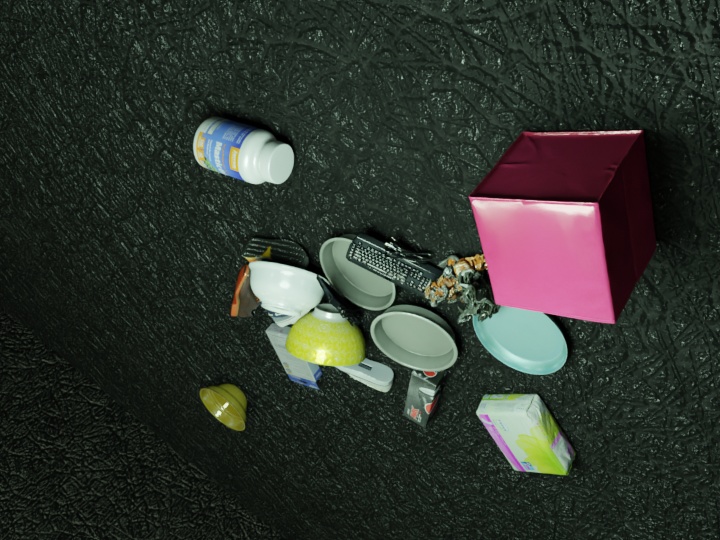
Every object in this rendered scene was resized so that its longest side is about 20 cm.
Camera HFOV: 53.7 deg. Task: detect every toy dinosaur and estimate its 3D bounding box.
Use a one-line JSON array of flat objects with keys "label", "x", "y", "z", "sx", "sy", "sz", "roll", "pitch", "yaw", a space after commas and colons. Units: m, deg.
[{"label": "toy dinosaur", "x": 0.202, "y": 0.024, "z": 1.344, "sx": 0.200, "sy": 0.101, "sz": 0.137, "roll": -51, "pitch": 54, "yaw": 56}]

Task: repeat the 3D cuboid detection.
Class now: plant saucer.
[{"label": "plant saucer", "x": 0.316, "y": 0.123, "z": 1.402, "sx": 0.199, "sy": 0.027, "sz": 0.201, "roll": 26, "pitch": 143, "yaw": 22}]

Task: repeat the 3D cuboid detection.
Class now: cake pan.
[{"label": "cake pan", "x": 0.000, "y": 0.000, "z": 1.566, "sx": 0.199, "sy": 0.037, "sz": 0.202, "roll": 26, "pitch": 143, "yaw": 22}, {"label": "cake pan", "x": 0.121, "y": 0.146, "z": 1.561, "sx": 0.198, "sy": 0.037, "sz": 0.201, "roll": 16, "pitch": 142, "yaw": 13}]

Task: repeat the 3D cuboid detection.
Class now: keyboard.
[{"label": "keyboard", "x": 0.068, "y": -0.011, "z": 1.436, "sx": 0.198, "sy": 0.040, "sz": 0.105, "roll": 24, "pitch": 129, "yaw": 2}, {"label": "keyboard", "x": -0.033, "y": 0.072, "z": 1.605, "sx": 0.105, "sy": 0.039, "sz": 0.200, "roll": 59, "pitch": -174, "yaw": 26}]

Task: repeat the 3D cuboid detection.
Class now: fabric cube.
[{"label": "fabric cube", "x": 0.305, "y": -0.073, "z": 1.055, "sx": 0.195, "sy": 0.200, "sz": 0.201, "roll": 8, "pitch": 131, "yaw": 40}]

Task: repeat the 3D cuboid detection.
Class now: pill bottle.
[{"label": "pill bottle", "x": -0.239, "y": -0.243, "z": 1.473, "sx": 0.198, "sy": 0.112, "sz": 0.113, "roll": 20, "pitch": 140, "yaw": 29}]

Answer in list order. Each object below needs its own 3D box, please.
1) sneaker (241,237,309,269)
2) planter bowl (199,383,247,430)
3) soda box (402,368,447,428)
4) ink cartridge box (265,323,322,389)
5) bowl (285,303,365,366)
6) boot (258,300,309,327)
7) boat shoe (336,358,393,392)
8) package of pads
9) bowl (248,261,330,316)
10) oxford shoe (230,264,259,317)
[{"label": "sneaker", "x": -0.191, "y": -0.024, "z": 1.713, "sx": 0.198, "sy": 0.071, "sz": 0.090, "roll": 11, "pitch": 155, "yaw": 33}, {"label": "planter bowl", "x": -0.451, "y": 0.450, "z": 2.445, "sx": 0.199, "sy": 0.084, "sz": 0.202, "roll": 25, "pitch": 142, "yaw": 22}, {"label": "soda box", "x": 0.154, "y": 0.293, "z": 1.709, "sx": 0.070, "sy": 0.063, "sz": 0.201, "roll": 28, "pitch": 143, "yaw": 19}, {"label": "ink cartridge box", "x": -0.180, "y": 0.241, "z": 1.999, "sx": 0.118, "sy": 0.042, "sz": 0.202, "roll": 9, "pitch": 131, "yaw": 38}, {"label": "bowl", "x": -0.078, "y": 0.142, "z": 1.702, "sx": 0.198, "sy": 0.199, "sz": 0.109, "roll": 16, "pitch": 105, "yaw": 31}, {"label": "boot", "x": -0.191, "y": 0.085, "z": 1.811, "sx": 0.090, "sy": 0.073, "sz": 0.199, "roll": 43, "pitch": 146, "yaw": -13}, {"label": "boat shoe", "x": -0.007, "y": 0.253, "z": 1.822, "sx": 0.198, "sy": 0.071, "sz": 0.070, "roll": 22, "pitch": 139, "yaw": 16}, {"label": "package of pads", "x": 0.368, "y": 0.361, "z": 1.571, "sx": 0.154, "sy": 0.068, "sz": 0.201, "roll": -13, "pitch": 119, "yaw": 50}, {"label": "bowl", "x": -0.175, "y": 0.051, "z": 1.664, "sx": 0.198, "sy": 0.092, "sz": 0.201, "roll": 12, "pitch": 167, "yaw": 3}, {"label": "oxford shoe", "x": -0.300, "y": 0.056, "z": 1.911, "sx": 0.072, "sy": 0.072, "sz": 0.201, "roll": 13, "pitch": 142, "yaw": -9}]
